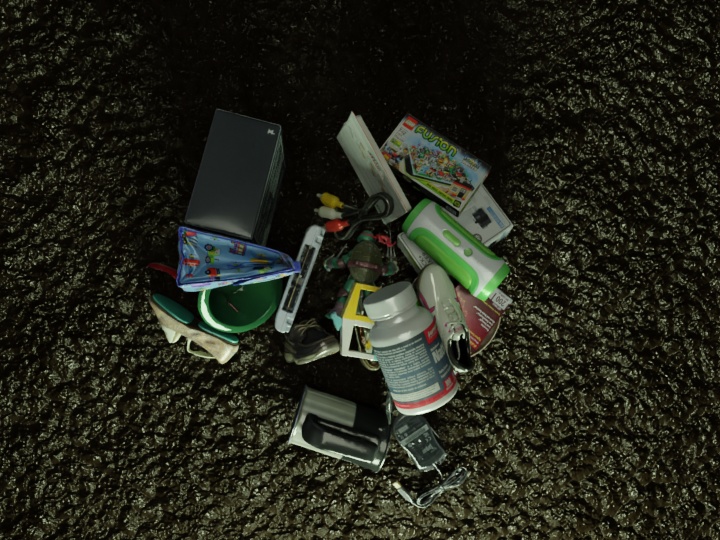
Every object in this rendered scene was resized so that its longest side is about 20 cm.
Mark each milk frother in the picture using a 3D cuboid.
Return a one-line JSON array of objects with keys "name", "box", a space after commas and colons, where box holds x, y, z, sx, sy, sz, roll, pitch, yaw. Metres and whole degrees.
[{"name": "milk frother", "box": [-0.022, 0.260, 1.053, 0.185, 0.181, 0.203, 19, 70, -5]}]

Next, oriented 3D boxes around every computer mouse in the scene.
[{"name": "computer mouse", "box": [0.112, 0.382, 1.121, 0.140, 0.046, 0.201, -39, 99, 4]}]

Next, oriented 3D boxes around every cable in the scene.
[{"name": "cable", "box": [-0.015, -0.099, 1.033, 0.050, 0.198, 0.099, -18, 107, -35]}]

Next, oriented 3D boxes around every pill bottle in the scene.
[{"name": "pill bottle", "box": [0.081, 0.129, 0.940, 0.118, 0.120, 0.203, -23, 100, -2]}]

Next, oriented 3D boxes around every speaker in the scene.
[{"name": "speaker", "box": [0.171, -0.039, 0.990, 0.200, 0.088, 0.089, 42, 90, 11]}]

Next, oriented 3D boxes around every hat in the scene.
[{"name": "hat", "box": [-0.275, 0.005, 1.089, 0.199, 0.176, 0.167, 31, 96, -45]}]

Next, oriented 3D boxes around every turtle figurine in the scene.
[{"name": "turtle figurine", "box": [0.000, 0.000, 1.043, 0.147, 0.101, 0.204, 10, 74, 1]}]

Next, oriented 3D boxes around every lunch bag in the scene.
[{"name": "lunch bag", "box": [-0.198, -0.013, 0.914, 0.196, 0.150, 0.096, 1, 85, -14]}]

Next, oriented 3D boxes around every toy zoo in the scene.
[{"name": "toy zoo", "box": [0.041, 0.099, 1.000, 0.197, 0.020, 0.134, 12, 90, -17]}]

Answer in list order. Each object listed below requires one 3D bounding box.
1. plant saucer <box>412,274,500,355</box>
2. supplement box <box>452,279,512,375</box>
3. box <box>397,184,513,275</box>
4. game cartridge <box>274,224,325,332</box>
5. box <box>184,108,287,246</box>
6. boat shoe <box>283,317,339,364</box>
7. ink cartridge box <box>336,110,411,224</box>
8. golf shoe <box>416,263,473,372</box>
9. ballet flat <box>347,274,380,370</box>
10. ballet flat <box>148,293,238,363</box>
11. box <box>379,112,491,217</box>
[{"name": "plant saucer", "box": [0.186, 0.079, 1.113, 0.196, 0.032, 0.204, 0, 93, -4]}, {"name": "supplement box", "box": [0.190, 0.102, 1.069, 0.108, 0.061, 0.201, 37, 91, -4]}, {"name": "box", "box": [0.182, -0.068, 1.072, 0.198, 0.060, 0.118, -33, 77, -4]}, {"name": "game cartridge", "box": [-0.117, 0.011, 1.041, 0.040, 0.133, 0.203, 20, 91, -4]}, {"name": "box", "box": [-0.214, -0.146, 0.982, 0.121, 0.198, 0.204, 13, 81, -4]}, {"name": "boat shoe", "box": [-0.103, 0.130, 1.021, 0.074, 0.199, 0.075, -16, 88, -30]}, {"name": "ink cartridge box", "box": [0.032, -0.192, 1.018, 0.043, 0.173, 0.202, -30, 94, -12]}, {"name": "golf shoe", "box": [0.160, 0.084, 0.977, 0.072, 0.092, 0.203, -22, 103, -20]}, {"name": "ballet flat", "box": [0.016, 0.100, 1.089, 0.066, 0.062, 0.204, -12, 93, -2]}, {"name": "ballet flat", "box": [-0.335, 0.121, 1.070, 0.198, 0.068, 0.068, 31, 98, -2]}, {"name": "box", "box": [0.139, -0.205, 1.060, 0.199, 0.035, 0.111, 35, 82, 13]}]
